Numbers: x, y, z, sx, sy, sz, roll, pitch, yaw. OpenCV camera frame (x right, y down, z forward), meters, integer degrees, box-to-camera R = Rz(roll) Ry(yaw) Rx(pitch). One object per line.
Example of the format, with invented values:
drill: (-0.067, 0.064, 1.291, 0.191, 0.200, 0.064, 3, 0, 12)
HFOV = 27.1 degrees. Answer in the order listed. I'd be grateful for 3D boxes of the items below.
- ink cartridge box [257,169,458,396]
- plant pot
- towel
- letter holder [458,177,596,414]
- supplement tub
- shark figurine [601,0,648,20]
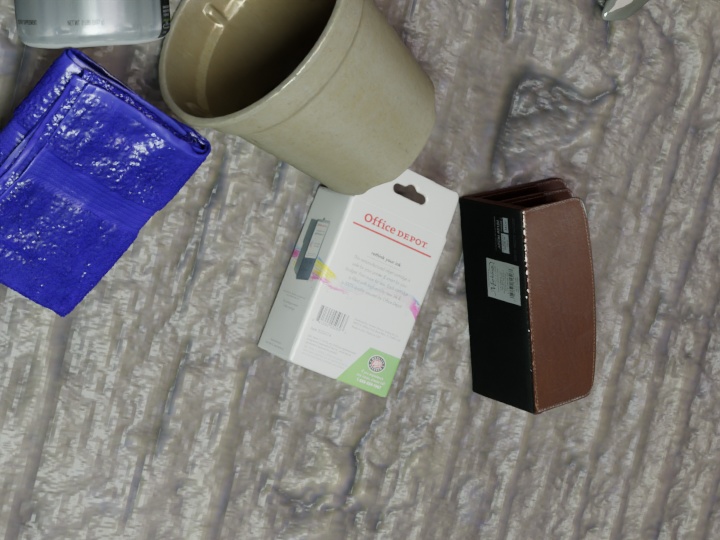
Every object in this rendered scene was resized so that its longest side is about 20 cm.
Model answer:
ink cartridge box: (0.000, 0.000, 1.374, 0.117, 0.067, 0.201, 23, 87, -32)
plant pot: (-0.038, -0.164, 1.265, 0.183, 0.200, 0.201, 38, 79, -43)
towel: (-0.230, -0.061, 1.179, 0.147, 0.050, 0.200, 33, 111, -31)
letter holder: (0.188, 0.020, 1.478, 0.141, 0.100, 0.202, -13, 106, -31)
supplement tub: (-0.213, -0.277, 1.158, 0.122, 0.122, 0.202, -10, 104, -30)
shark figurine: (0.306, -0.359, 1.490, 0.127, 0.089, 0.217, -8, 105, -32)
